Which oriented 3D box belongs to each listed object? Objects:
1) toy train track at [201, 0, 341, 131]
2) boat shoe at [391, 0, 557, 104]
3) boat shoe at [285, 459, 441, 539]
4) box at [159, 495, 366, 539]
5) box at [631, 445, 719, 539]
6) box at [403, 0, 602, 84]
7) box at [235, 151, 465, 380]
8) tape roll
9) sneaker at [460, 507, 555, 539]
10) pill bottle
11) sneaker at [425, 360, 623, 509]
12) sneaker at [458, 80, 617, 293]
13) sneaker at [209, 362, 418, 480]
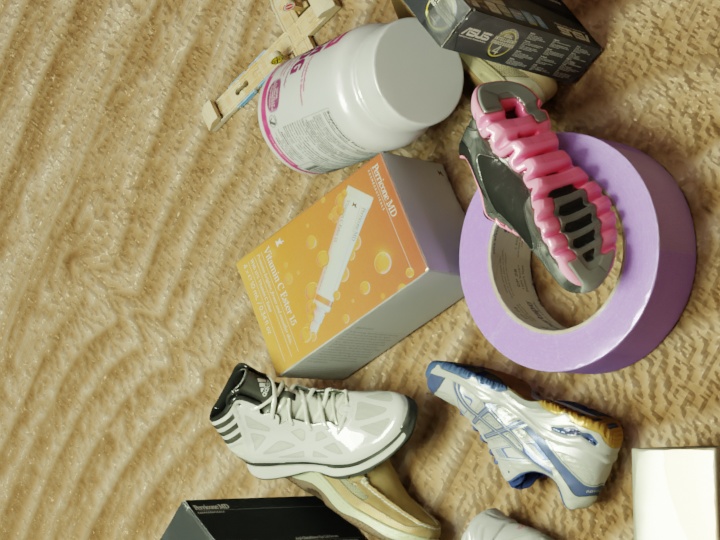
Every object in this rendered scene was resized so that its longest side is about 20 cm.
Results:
[{"bbox_3d":[-0.098,-0.210,1.780,0.200,0.032,0.115,-41,62,30],"label":"toy train track"},{"bbox_3d":[0.098,-0.204,1.605,0.064,0.071,0.200,-35,60,-10],"label":"boat shoe"},{"bbox_3d":[0.003,0.190,1.639,0.199,0.072,0.076,27,91,38],"label":"boat shoe"},{"bbox_3d":[-0.070,0.276,1.602,0.141,0.199,0.079,48,115,32],"label":"box"},{"bbox_3d":[0.268,0.239,1.397,0.077,0.095,0.201,-5,84,38],"label":"box"},{"bbox_3d":[0.097,-0.240,1.514,0.049,0.199,0.162,-48,58,26],"label":"box"},{"bbox_3d":[0.000,0.000,1.637,0.200,0.097,0.125,-36,64,31],"label":"box"},{"bbox_3d":[0.182,-0.014,1.511,0.199,0.065,0.201,-5,82,40],"label":"tape roll"},{"bbox_3d":[0.121,0.311,1.524,0.099,0.078,0.201,13,95,36],"label":"sneaker"},{"bbox_3d":[0.000,-0.158,1.606,0.200,0.113,0.114,-14,76,58],"label":"pill bottle"},{"bbox_3d":[0.127,0.140,1.534,0.199,0.075,0.089,24,101,39],"label":"sneaker"},{"bbox_3d":[0.140,-0.057,1.474,0.201,0.079,0.096,64,144,25],"label":"sneaker"},{"bbox_3d":[-0.054,0.131,1.605,0.200,0.115,0.076,-15,47,33],"label":"sneaker"}]
